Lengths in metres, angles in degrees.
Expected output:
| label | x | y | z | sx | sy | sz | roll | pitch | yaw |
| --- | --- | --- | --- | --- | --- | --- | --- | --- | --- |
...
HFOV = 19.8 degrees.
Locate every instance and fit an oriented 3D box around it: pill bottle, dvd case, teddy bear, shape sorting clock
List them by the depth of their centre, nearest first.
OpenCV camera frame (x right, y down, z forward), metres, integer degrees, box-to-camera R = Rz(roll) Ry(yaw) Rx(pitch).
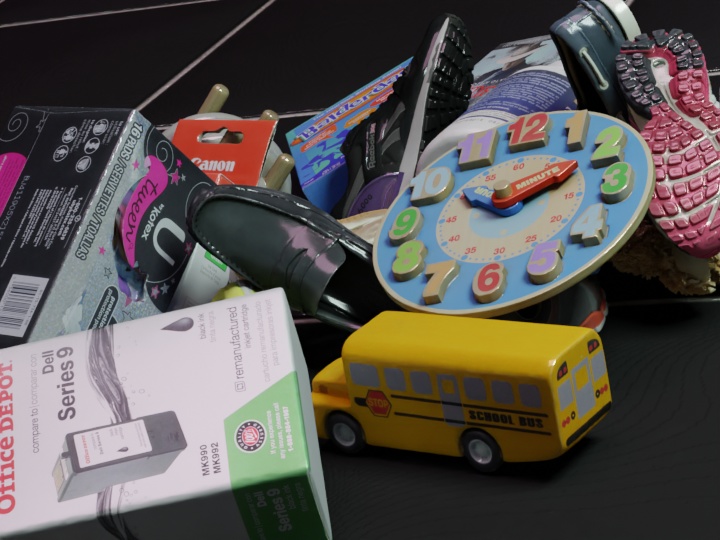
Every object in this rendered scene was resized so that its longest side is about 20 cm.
| label | x | y | z | sx | sy | sz | roll | pitch | yaw |
| --- | --- | --- | --- | --- | --- | --- | --- | --- | --- |
| shape sorting clock | 0.099 | -0.041 | 1.368 | 0.199 | 0.039 | 0.200 | -20 | 31 | 12 |
| teddy bear | 0.181 | -0.033 | 1.457 | 0.199 | 0.067 | 0.145 | 24 | 29 | 16 |
| pill bottle | 0.134 | -0.096 | 1.632 | 0.110 | 0.112 | 0.200 | 0 | 25 | 31 |
| dvd case | 0.107 | -0.148 | 1.812 | 0.200 | 0.022 | 0.146 | -40 | 19 | -28 |

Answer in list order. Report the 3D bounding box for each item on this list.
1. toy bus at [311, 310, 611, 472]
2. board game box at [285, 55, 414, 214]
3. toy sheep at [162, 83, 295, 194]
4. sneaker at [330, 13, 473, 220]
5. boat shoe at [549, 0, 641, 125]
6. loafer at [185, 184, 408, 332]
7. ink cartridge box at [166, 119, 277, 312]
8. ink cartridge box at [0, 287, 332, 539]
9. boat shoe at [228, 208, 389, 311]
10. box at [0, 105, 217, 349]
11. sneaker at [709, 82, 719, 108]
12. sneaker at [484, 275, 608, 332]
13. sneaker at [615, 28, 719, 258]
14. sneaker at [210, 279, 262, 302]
| label | x | y | z | sx | sy | sz | roll | pitch | yaw |
| --- | --- | --- | --- | --- | --- | --- | --- | --- | --- |
| toy bus | 0.056 | 0.073 | 1.294 | 0.199 | 0.079 | 0.065 | 4 | 27 | 38 |
| board game box | 0.015 | -0.117 | 1.773 | 0.152 | 0.045 | 0.200 | -31 | 17 | 3 |
| toy sheep | -0.116 | -0.065 | 1.680 | 0.137 | 0.138 | 0.200 | -13 | 26 | -1 |
| sneaker | 0.026 | -0.114 | 1.637 | 0.087 | 0.201 | 0.076 | 10 | -13 | 26 |
| boat shoe | 0.187 | -0.115 | 1.543 | 0.062 | 0.201 | 0.075 | -31 | 44 | -13 |
| loafer | -0.028 | -0.003 | 1.436 | 0.200 | 0.068 | 0.070 | 26 | 13 | -5 |
| ink cartridge box | -0.143 | -0.035 | 1.568 | 0.109 | 0.050 | 0.201 | 4 | 68 | 37 |
| ink cartridge box | -0.127 | 0.108 | 1.239 | 0.199 | 0.084 | 0.146 | -13 | 48 | 2 |
| boat shoe | 0.000 | 0.000 | 1.526 | 0.199 | 0.069 | 0.071 | 3 | 59 | -9 |
| box | -0.210 | -0.004 | 1.482 | 0.132 | 0.115 | 0.201 | 5 | 65 | 38 |
| sneaker | 0.229 | -0.169 | 1.809 | 0.199 | 0.080 | 0.074 | 6 | 29 | 43 |
| sneaker | 0.120 | 0.013 | 1.403 | 0.077 | 0.082 | 0.200 | -6 | 22 | 17 |
| sneaker | 0.229 | -0.082 | 1.426 | 0.080 | 0.075 | 0.201 | -12 | 43 | 9 |
| sneaker | -0.096 | 0.082 | 1.402 | 0.105 | 0.076 | 0.200 | -31 | 21 | 5 |
